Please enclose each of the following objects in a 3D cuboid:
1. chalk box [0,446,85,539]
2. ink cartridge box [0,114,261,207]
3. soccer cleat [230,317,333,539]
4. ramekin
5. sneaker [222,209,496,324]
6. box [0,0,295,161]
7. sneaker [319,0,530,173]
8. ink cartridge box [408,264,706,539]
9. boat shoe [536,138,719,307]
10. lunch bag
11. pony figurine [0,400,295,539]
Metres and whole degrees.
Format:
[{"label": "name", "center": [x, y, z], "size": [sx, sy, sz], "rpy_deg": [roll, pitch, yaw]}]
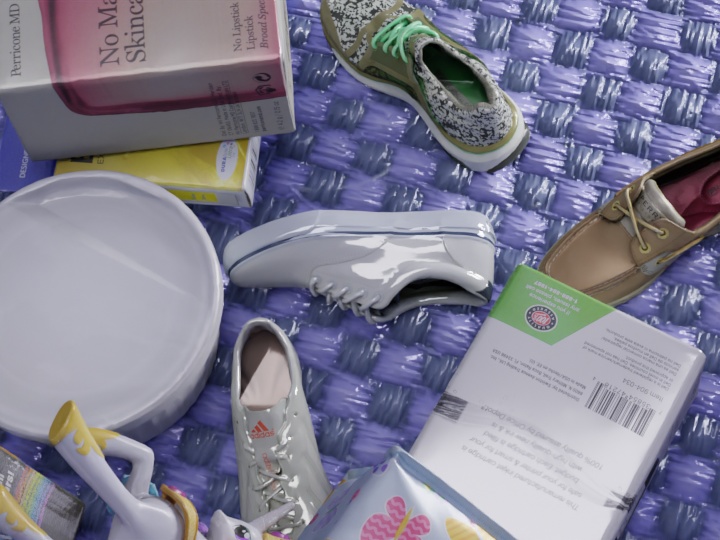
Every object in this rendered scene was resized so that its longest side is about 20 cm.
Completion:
[{"label": "chalk box", "center": [-0.293, 0.166, 1.122], "size": [0.123, 0.200, 0.125], "rpy_deg": [4, 65, 27]}, {"label": "ink cartridge box", "center": [-0.168, -0.149, 1.304], "size": [0.199, 0.047, 0.199], "rpy_deg": [4, 69, 4]}, {"label": "soccer cleat", "center": [-0.057, 0.129, 1.195], "size": [0.069, 0.078, 0.201], "rpy_deg": [-13, 67, 0]}, {"label": "ramekin", "center": [-0.190, 0.037, 1.238], "size": [0.201, 0.094, 0.203], "rpy_deg": [-2, 67, 5]}, {"label": "sneaker", "center": [0.000, 0.000, 1.247], "size": [0.199, 0.073, 0.071], "rpy_deg": [-5, 63, 3]}, {"label": "box", "center": [-0.151, -0.166, 1.228], "size": [0.199, 0.109, 0.129], "rpy_deg": [-7, 68, 1]}, {"label": "sneaker", "center": [0.047, -0.164, 1.304], "size": [0.200, 0.089, 0.077], "rpy_deg": [40, 76, 20]}, {"label": "ink cartridge box", "center": [0.124, 0.121, 1.178], "size": [0.145, 0.084, 0.201], "rpy_deg": [27, 72, 16]}, {"label": "boat shoe", "center": [0.211, -0.040, 1.247], "size": [0.199, 0.066, 0.074], "rpy_deg": [-33, 68, -9]}, {"label": "lunch bag", "center": [0.040, 0.232, 1.039], "size": [0.200, 0.127, 0.170], "rpy_deg": [41, 66, -6]}, {"label": "pony figurine", "center": [-0.148, 0.200, 1.101], "size": [0.200, 0.166, 0.194], "rpy_deg": [33, 79, -27]}]
